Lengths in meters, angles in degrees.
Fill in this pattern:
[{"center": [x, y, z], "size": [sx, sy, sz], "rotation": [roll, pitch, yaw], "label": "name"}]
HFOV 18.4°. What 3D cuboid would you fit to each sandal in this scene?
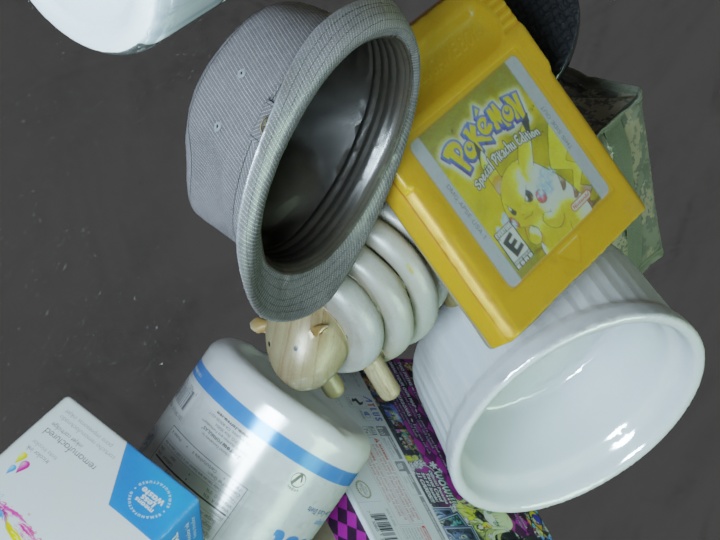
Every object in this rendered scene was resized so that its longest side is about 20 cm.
[{"center": [0.097, -0.111, 1.558], "size": [0.045, 0.075, 0.201], "rotation": [38, 72, -76], "label": "sandal"}]

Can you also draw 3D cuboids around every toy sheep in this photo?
[{"center": [0.000, 0.000, 1.475], "size": [0.201, 0.137, 0.138], "rotation": [-57, 161, -35], "label": "toy sheep"}]

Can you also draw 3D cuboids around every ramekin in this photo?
[{"center": [0.133, 0.069, 1.566], "size": [0.199, 0.098, 0.201], "rotation": [-19, 142, -16], "label": "ramekin"}]

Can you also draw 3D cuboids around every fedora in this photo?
[{"center": [-0.046, -0.079, 1.332], "size": [0.176, 0.090, 0.201], "rotation": [-11, 124, -60], "label": "fedora"}]

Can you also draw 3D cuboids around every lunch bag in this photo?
[{"center": [0.125, -0.033, 1.650], "size": [0.200, 0.117, 0.165], "rotation": [-40, 134, -30], "label": "lunch bag"}]

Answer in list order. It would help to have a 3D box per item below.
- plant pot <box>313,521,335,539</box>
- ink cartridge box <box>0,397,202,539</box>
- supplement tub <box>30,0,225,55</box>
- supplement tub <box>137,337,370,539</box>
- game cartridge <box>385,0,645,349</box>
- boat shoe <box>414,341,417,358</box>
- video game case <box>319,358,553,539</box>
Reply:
[{"center": [-0.001, 0.207, 1.699], "size": [0.187, 0.187, 0.200], "rotation": [-20, 152, -53], "label": "plant pot"}, {"center": [-0.201, 0.185, 1.319], "size": [0.200, 0.116, 0.068], "rotation": [-43, 154, -28], "label": "ink cartridge box"}, {"center": [-0.073, -0.200, 1.091], "size": [0.200, 0.122, 0.123], "rotation": [-38, 151, -35], "label": "supplement tub"}, {"center": [-0.097, 0.159, 1.474], "size": [0.201, 0.132, 0.132], "rotation": [-55, 156, 6], "label": "supplement tub"}, {"center": [0.084, -0.077, 1.465], "size": [0.032, 0.201, 0.176], "rotation": [-25, -167, 49], "label": "game cartridge"}, {"center": [0.066, 0.079, 1.776], "size": [0.071, 0.070, 0.202], "rotation": [-28, 137, -46], "label": "boat shoe"}, {"center": [0.038, 0.148, 1.589], "size": [0.180, 0.201, 0.036], "rotation": [3, 136, -43], "label": "video game case"}]
